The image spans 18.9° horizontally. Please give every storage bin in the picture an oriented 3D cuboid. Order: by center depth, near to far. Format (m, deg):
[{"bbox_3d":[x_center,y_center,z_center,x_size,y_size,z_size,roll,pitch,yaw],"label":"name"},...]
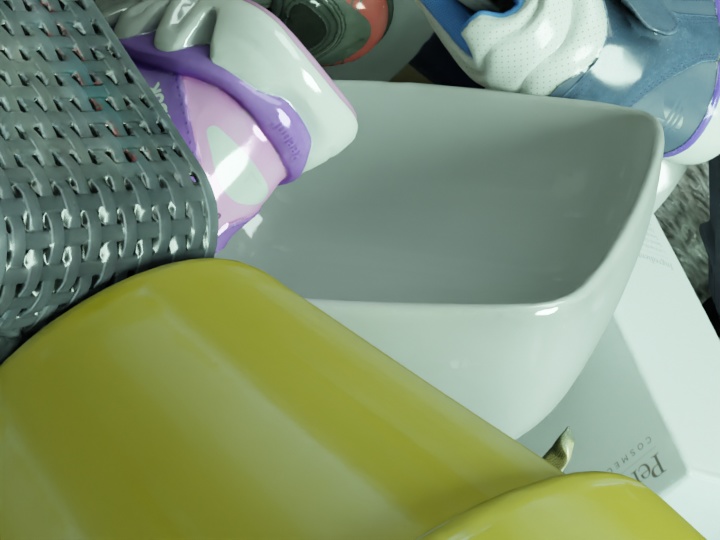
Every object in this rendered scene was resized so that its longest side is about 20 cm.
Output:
[{"bbox_3d":[-0.150,-0.044,0.627,0.094,0.135,0.200,-8,59,-55],"label":"storage bin"}]

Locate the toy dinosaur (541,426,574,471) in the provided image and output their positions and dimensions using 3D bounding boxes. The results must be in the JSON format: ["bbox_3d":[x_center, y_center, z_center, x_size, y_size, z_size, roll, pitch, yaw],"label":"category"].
[{"bbox_3d":[0.032,0.106,0.702,0.047,0.200,0.089,-6,81,-16],"label":"toy dinosaur"}]

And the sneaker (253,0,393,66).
[{"bbox_3d":[-0.078,-0.101,0.822,0.200,0.071,0.098,9,37,-21],"label":"sneaker"}]

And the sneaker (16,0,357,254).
[{"bbox_3d":[-0.097,-0.045,0.700,0.081,0.200,0.089,48,66,-40],"label":"sneaker"}]

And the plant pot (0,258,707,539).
[{"bbox_3d":[-0.016,0.104,0.573,0.189,0.201,0.200,46,26,27],"label":"plant pot"}]

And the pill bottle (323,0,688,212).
[{"bbox_3d":[0.051,-0.099,0.984,0.200,0.111,0.111,37,30,-15],"label":"pill bottle"}]

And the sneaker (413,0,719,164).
[{"bbox_3d":[0.080,-0.140,0.892,0.146,0.081,0.201,20,45,-28],"label":"sneaker"}]

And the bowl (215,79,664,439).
[{"bbox_3d":[0.000,0.000,0.766,0.199,0.075,0.200,6,25,16],"label":"bowl"}]

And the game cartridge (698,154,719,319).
[{"bbox_3d":[0.177,-0.053,0.985,0.038,0.201,0.130,-3,26,5],"label":"game cartridge"}]

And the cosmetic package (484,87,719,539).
[{"bbox_3d":[0.079,0.032,0.867,0.071,0.101,0.200,16,40,-43],"label":"cosmetic package"}]

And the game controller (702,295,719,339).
[{"bbox_3d":[0.189,0.069,1.038,0.104,0.042,0.200,35,27,10],"label":"game controller"}]
